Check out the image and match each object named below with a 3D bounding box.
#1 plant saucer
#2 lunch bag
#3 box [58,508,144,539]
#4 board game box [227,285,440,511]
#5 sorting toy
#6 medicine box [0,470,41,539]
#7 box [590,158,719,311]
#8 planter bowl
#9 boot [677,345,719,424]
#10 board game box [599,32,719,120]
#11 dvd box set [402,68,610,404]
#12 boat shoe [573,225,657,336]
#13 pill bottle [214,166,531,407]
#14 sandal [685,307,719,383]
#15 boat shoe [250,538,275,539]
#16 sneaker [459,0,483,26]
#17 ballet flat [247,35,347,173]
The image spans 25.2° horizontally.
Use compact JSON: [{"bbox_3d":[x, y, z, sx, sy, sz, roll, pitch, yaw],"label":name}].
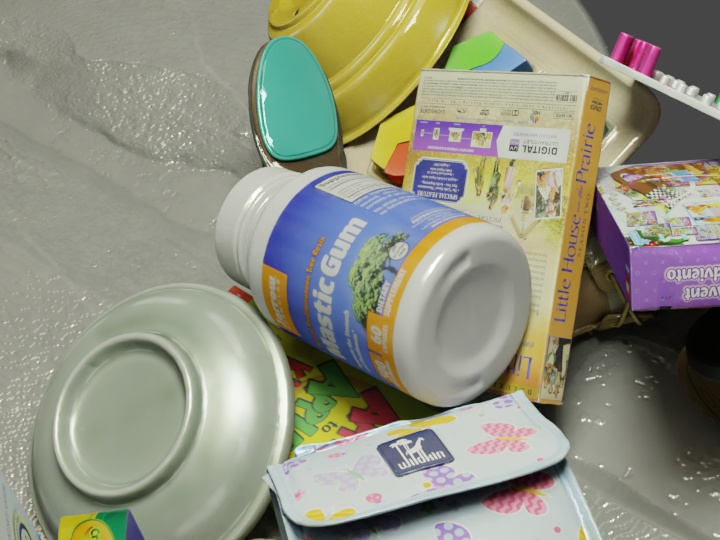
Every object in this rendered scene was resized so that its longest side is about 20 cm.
[{"bbox_3d":[-0.137,0.097,1.012,0.198,0.050,0.202,-10,65,23],"label":"plant saucer"},{"bbox_3d":[0.045,0.166,0.883,0.168,0.128,0.201,-12,52,-8],"label":"lunch bag"},{"bbox_3d":[-0.137,0.246,0.879,0.048,0.118,0.201,-7,47,8],"label":"box"},{"bbox_3d":[-0.044,0.097,1.042,0.199,0.048,0.102,30,60,34],"label":"board game box"},{"bbox_3d":[0.085,-0.089,1.132,0.200,0.036,0.185,-49,53,3],"label":"sorting toy"},{"bbox_3d":[-0.240,0.194,0.894,0.102,0.201,0.183,-17,46,-2],"label":"medicine box"},{"bbox_3d":[0.211,-0.026,0.948,0.135,0.040,0.200,-4,16,3],"label":"box"},{"bbox_3d":[-0.011,-0.197,1.213,0.200,0.083,0.202,-37,33,28],"label":"planter bowl"},{"bbox_3d":[0.310,0.046,0.987,0.198,0.072,0.155,18,54,24],"label":"boot"},{"bbox_3d":[0.282,-0.093,1.057,0.199,0.199,0.026,33,105,35],"label":"board game box"},{"bbox_3d":[0.082,-0.026,1.027,0.145,0.029,0.203,8,89,46],"label":"dvd box set"},{"bbox_3d":[0.177,-0.001,1.061,0.199,0.074,0.066,-31,43,-15],"label":"boat shoe"},{"bbox_3d":[0.000,0.000,1.001,0.199,0.113,0.112,23,56,42],"label":"pill bottle"},{"bbox_3d":[0.261,0.003,0.964,0.199,0.045,0.075,-35,34,-30],"label":"sandal"},{"bbox_3d":[-0.068,0.232,0.911,0.072,0.063,0.202,1,48,14],"label":"boat shoe"},{"bbox_3d":[0.071,-0.151,1.225,0.199,0.079,0.116,25,56,33],"label":"sneaker"},{"bbox_3d":[-0.041,-0.066,1.144,0.067,0.068,0.202,-8,68,-22],"label":"ballet flat"}]
